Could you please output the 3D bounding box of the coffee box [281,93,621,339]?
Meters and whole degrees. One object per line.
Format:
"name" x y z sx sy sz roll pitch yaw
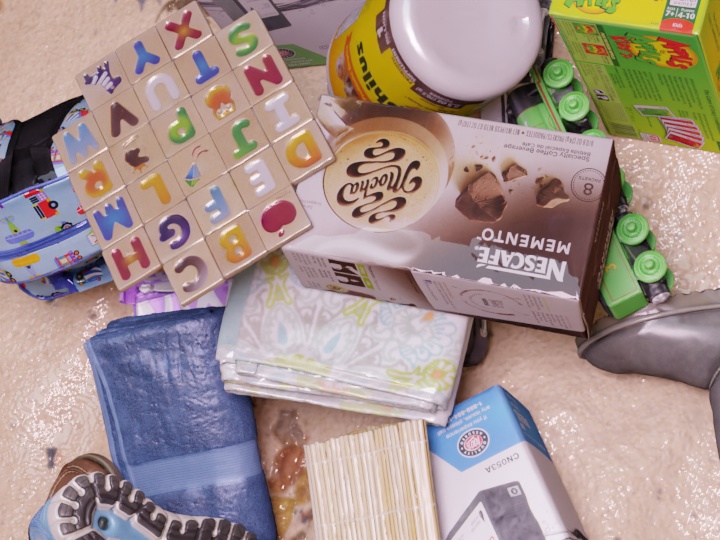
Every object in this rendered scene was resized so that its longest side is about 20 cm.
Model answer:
"coffee box" 0.062 -0.035 1.208 0.198 0.080 0.114 11 72 15

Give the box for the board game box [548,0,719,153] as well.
"board game box" 0.202 -0.144 1.261 0.101 0.200 0.048 11 75 23

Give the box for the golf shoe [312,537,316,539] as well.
"golf shoe" -0.020 0.278 1.263 0.091 0.073 0.202 -17 67 15

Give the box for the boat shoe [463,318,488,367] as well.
"boat shoe" 0.060 -0.019 1.357 0.073 0.062 0.202 -36 44 43

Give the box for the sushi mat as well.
"sushi mat" 0.014 0.201 1.216 0.095 0.012 0.202 -18 70 31

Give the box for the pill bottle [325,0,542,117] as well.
"pill bottle" 0.042 -0.151 1.296 0.108 0.200 0.110 3 80 -18

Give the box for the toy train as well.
"toy train" 0.154 -0.058 1.267 0.056 0.042 0.201 -27 63 9

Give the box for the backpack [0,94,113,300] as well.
"backpack" -0.206 -0.054 1.362 0.181 0.200 0.135 -19 107 9

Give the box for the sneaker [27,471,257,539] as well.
"sneaker" -0.141 0.202 1.274 0.090 0.199 0.079 -23 40 48

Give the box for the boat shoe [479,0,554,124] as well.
"boat shoe" 0.122 -0.109 1.351 0.067 0.074 0.201 -2 60 7

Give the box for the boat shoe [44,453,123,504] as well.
"boat shoe" -0.212 0.231 1.312 0.071 0.068 0.202 12 98 30

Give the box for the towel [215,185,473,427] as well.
"towel" 0.000 0.000 1.276 0.170 0.048 0.202 9 73 13

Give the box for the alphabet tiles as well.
"alphabet tiles" -0.113 -0.081 1.226 0.166 0.006 0.201 -30 62 5

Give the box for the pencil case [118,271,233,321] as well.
"pencil case" -0.076 0.015 1.369 0.198 0.086 0.084 -16 39 11

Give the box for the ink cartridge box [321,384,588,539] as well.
"ink cartridge box" 0.081 0.203 1.247 0.144 0.084 0.201 -28 65 9

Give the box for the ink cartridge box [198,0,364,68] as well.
"ink cartridge box" -0.046 -0.232 1.382 0.144 0.200 0.085 -4 70 19

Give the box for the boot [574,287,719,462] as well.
"boot" 0.245 0.114 1.237 0.180 0.073 0.202 -13 74 17

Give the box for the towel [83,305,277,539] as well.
"towel" -0.126 0.129 1.326 0.111 0.049 0.202 -10 93 15
